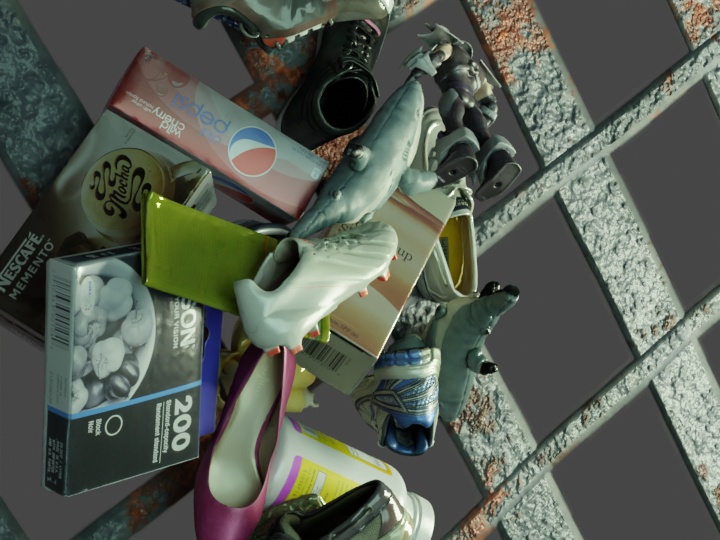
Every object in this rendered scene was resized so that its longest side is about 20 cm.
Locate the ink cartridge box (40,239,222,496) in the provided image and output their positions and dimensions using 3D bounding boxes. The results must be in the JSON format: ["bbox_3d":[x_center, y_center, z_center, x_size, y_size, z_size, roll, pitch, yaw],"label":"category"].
[{"bbox_3d":[-0.177,0.072,1.310,0.199,0.043,0.200,-14,114,-48],"label":"ink cartridge box"}]

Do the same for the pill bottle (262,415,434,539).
[{"bbox_3d":[-0.027,0.218,1.489,0.199,0.104,0.105,28,78,-27],"label":"pill bottle"}]

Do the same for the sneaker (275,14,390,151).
[{"bbox_3d":[-0.004,-0.200,1.491,0.071,0.099,0.201,34,74,-25],"label":"sneaker"}]

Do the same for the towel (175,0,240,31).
[{"bbox_3d":[-0.160,-0.318,1.444,0.199,0.024,0.146,20,80,-31],"label":"towel"}]

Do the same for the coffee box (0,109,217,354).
[{"bbox_3d":[-0.226,-0.021,1.352,0.113,0.080,0.201,31,73,10],"label":"coffee box"}]

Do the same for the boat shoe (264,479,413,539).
[{"bbox_3d":[-0.053,0.241,1.356,0.199,0.072,0.065,-25,110,7],"label":"boat shoe"}]

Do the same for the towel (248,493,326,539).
[{"bbox_3d":[-0.097,0.290,1.435,0.199,0.037,0.149,-26,124,1],"label":"towel"}]

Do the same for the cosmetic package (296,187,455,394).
[{"bbox_3d":[0.000,0.000,1.460,0.103,0.087,0.201,30,55,-5],"label":"cosmetic package"}]

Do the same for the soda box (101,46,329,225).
[{"bbox_3d":[-0.132,-0.118,1.410,0.199,0.070,0.064,31,77,-12],"label":"soda box"}]

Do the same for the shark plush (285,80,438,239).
[{"bbox_3d":[-0.011,-0.092,1.401,0.199,0.091,0.084,-34,152,-30],"label":"shark plush"}]

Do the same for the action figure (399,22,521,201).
[{"bbox_3d":[0.096,-0.161,1.531,0.130,0.069,0.201,26,39,-31],"label":"action figure"}]

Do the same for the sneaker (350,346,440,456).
[{"bbox_3d":[0.034,0.138,1.475,0.076,0.200,0.086,-4,72,-6],"label":"sneaker"}]

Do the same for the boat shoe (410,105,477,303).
[{"bbox_3d":[0.087,-0.066,1.565,0.070,0.070,0.202,-5,93,-30],"label":"boat shoe"}]

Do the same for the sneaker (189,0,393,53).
[{"bbox_3d":[-0.068,-0.242,1.449,0.198,0.077,0.083,5,99,-16],"label":"sneaker"}]

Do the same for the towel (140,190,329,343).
[{"bbox_3d":[-0.101,-0.001,1.307,0.199,0.018,0.087,21,53,-41],"label":"towel"}]

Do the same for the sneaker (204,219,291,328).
[{"bbox_3d":[-0.139,0.023,1.414,0.200,0.108,0.070,-44,111,-22],"label":"sneaker"}]

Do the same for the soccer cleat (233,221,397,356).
[{"bbox_3d":[-0.033,-0.004,1.317,0.200,0.069,0.078,-42,114,-46],"label":"soccer cleat"}]

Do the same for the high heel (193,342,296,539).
[{"bbox_3d":[-0.099,0.155,1.359,0.067,0.096,0.201,21,73,-2],"label":"high heel"}]

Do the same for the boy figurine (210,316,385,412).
[{"bbox_3d":[-0.077,0.077,1.479,0.199,0.064,0.125,-17,101,-33],"label":"boy figurine"}]

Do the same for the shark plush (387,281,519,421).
[{"bbox_3d":[0.115,0.069,1.523,0.090,0.200,0.084,-6,62,-40],"label":"shark plush"}]
